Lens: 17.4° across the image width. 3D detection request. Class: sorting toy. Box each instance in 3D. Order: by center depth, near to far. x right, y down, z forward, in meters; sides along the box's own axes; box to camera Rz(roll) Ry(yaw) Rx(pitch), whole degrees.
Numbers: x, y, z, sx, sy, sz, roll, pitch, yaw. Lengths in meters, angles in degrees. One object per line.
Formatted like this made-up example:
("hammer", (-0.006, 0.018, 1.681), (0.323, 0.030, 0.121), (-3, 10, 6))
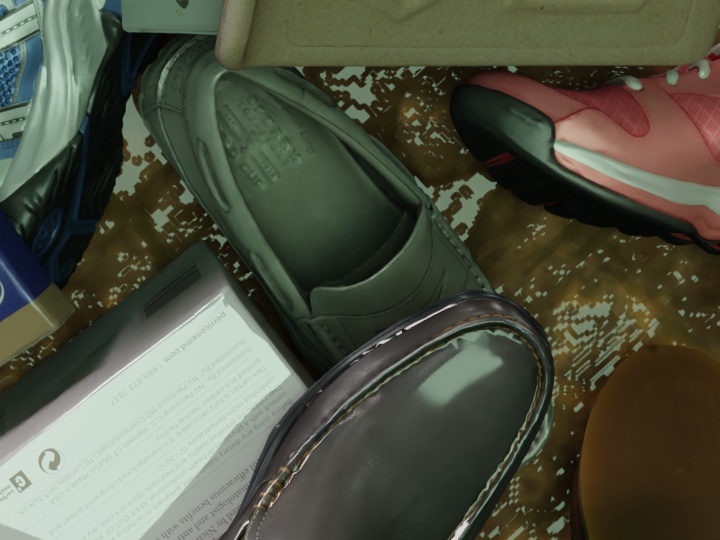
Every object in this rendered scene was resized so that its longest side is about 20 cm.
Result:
("sorting toy", (0.052, -0.149, 0.705), (0.200, 0.036, 0.186), (-6, 122, -33))

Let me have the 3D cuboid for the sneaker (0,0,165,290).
("sneaker", (-0.121, -0.055, 0.797), (0.077, 0.076, 0.200), (23, 92, 9))

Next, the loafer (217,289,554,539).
("loafer", (-0.011, 0.091, 0.706), (0.073, 0.072, 0.200), (40, 90, -10))

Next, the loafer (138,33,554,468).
("loafer", (0.000, 0.000, 0.806), (0.070, 0.070, 0.200), (-45, 110, -4))

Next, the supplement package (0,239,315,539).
("supplement package", (-0.032, 0.106, 0.801), (0.109, 0.114, 0.200), (-37, 102, -1))

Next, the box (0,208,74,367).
("box", (-0.197, -0.035, 0.744), (0.121, 0.032, 0.200), (-32, 96, 12))

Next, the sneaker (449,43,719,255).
("sneaker", (0.127, -0.050, 0.832), (0.200, 0.074, 0.087), (16, 86, -16))

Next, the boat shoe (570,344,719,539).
("boat shoe", (0.104, 0.120, 0.807), (0.070, 0.200, 0.070), (7, 140, -1))

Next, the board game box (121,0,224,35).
("board game box", (-0.010, -0.182, 0.755), (0.147, 0.064, 0.201), (-12, 103, -41))
